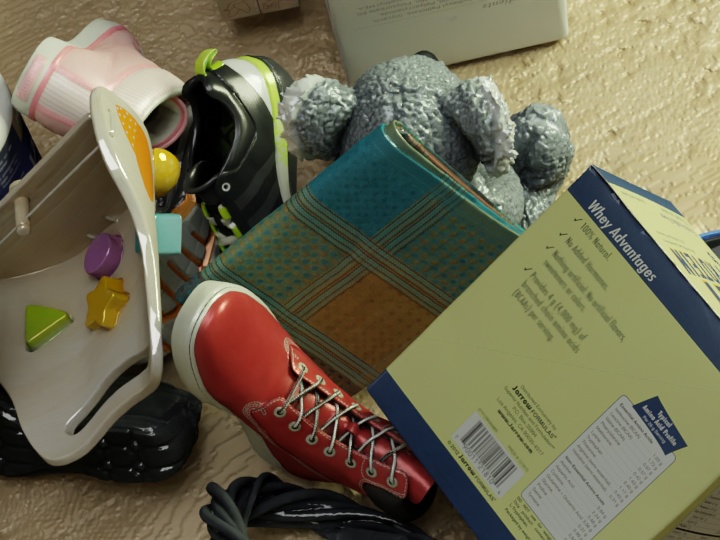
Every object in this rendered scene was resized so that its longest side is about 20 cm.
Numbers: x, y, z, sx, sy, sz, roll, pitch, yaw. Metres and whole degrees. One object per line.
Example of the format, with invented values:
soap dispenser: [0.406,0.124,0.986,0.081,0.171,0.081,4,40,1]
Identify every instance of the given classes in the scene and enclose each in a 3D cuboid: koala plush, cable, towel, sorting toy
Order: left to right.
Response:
sorting toy: [-0.175,0.022,1.630,0.200,0.107,0.181,-41,48,31]
cable: [-0.017,0.177,1.581,0.162,0.051,0.200,3,23,-15]
towel: [0.000,0.000,1.623,0.200,0.146,0.022,-36,30,29]
koala plush: [0.039,-0.066,1.660,0.176,0.200,0.185,7,64,11]

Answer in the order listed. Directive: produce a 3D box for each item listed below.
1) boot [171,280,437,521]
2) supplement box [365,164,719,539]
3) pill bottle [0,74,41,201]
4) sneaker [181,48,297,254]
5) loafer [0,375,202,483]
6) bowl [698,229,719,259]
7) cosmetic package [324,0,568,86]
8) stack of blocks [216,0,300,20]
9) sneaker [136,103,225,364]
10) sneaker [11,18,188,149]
boot: [-0.024,0.084,1.578,0.144,0.200,0.073,23,72,34]
supplement box: [0.154,0.083,1.562,0.200,0.134,0.200,-45,65,15]
pill bottle: [-0.279,-0.081,1.714,0.115,0.200,0.116,-3,63,6]
sneaker: [-0.087,-0.046,1.693,0.072,0.083,0.201,1,99,46]
loafer: [-0.201,0.097,1.695,0.199,0.068,0.070,5,34,16]
bowl: [0.250,0.062,1.656,0.199,0.039,0.202,-3,63,6]
cosmetic package: [0.043,-0.257,1.757,0.164,0.200,0.166,-13,62,1]
stack of blocks: [-0.088,-0.282,1.837,0.058,0.115,0.201,-11,63,2]
sneaker: [-0.132,-0.028,1.745,0.077,0.078,0.201,4,62,32]
sneaker: [-0.161,-0.115,1.742,0.104,0.200,0.076,26,101,4]
